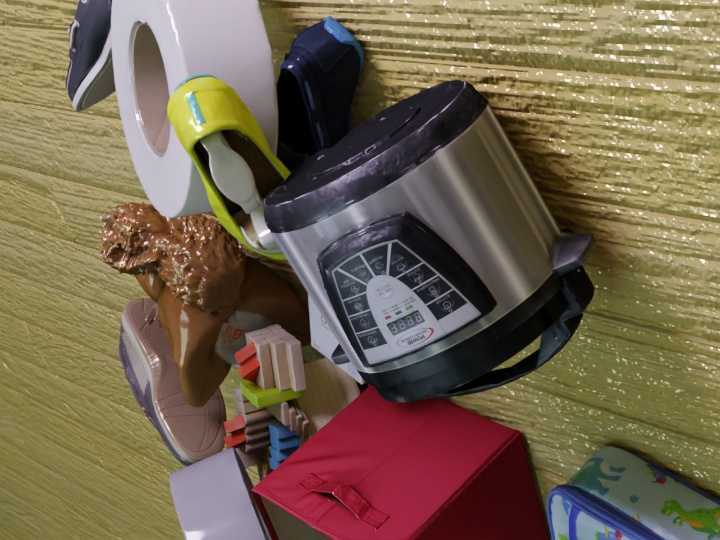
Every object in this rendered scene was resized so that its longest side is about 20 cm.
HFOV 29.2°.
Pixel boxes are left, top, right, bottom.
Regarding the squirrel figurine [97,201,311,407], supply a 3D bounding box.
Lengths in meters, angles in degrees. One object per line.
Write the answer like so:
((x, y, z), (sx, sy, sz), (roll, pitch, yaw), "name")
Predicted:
((-0.166, -0.002, 1.324), (0.187, 0.141, 0.200), (44, 163, 41), "squirrel figurine")

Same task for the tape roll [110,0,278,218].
((-0.132, -0.145, 1.072), (0.202, 0.071, 0.203), (169, 90, -68), "tape roll")

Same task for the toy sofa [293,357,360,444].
((-0.040, 0.155, 1.386), (0.200, 0.097, 0.083), (121, 132, -61), "toy sofa")

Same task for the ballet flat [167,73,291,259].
((-0.077, -0.054, 0.989), (0.200, 0.067, 0.067), (58, -175, -47), "ballet flat")

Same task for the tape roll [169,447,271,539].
((-0.107, 0.265, 1.260), (0.200, 0.066, 0.201), (157, 90, -84), "tape roll")

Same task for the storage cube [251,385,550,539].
((0.043, 0.227, 1.226), (0.171, 0.180, 0.201), (21, 140, 43), "storage cube")

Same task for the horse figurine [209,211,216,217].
((-0.147, -0.098, 1.236), (0.200, 0.050, 0.133), (42, 172, 0), "horse figurine")

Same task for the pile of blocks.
((-0.093, 0.141, 1.296), (0.082, 0.062, 0.201), (-125, 30, -43), "pile of blocks")

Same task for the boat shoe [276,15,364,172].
((-0.052, -0.116, 1.070), (0.084, 0.069, 0.200), (39, 150, 22), "boat shoe")

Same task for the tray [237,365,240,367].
((-0.146, 0.074, 1.451), (0.200, 0.022, 0.107), (25, 178, 40), "tray")

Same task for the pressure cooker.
((0.053, -0.007, 0.940), (0.200, 0.178, 0.176), (59, 164, -14), "pressure cooker")

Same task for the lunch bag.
((0.225, 0.243, 1.085), (0.161, 0.082, 0.201), (31, 145, 38), "lunch bag")

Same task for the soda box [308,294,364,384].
((0.000, 0.000, 1.134), (0.064, 0.068, 0.200), (35, 148, 27), "soda box")

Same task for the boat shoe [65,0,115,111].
((-0.225, -0.208, 1.212), (0.060, 0.074, 0.200), (49, 149, 3), "boat shoe")

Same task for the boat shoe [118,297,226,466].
((-0.191, 0.118, 1.381), (0.200, 0.072, 0.065), (58, 141, 30), "boat shoe")
